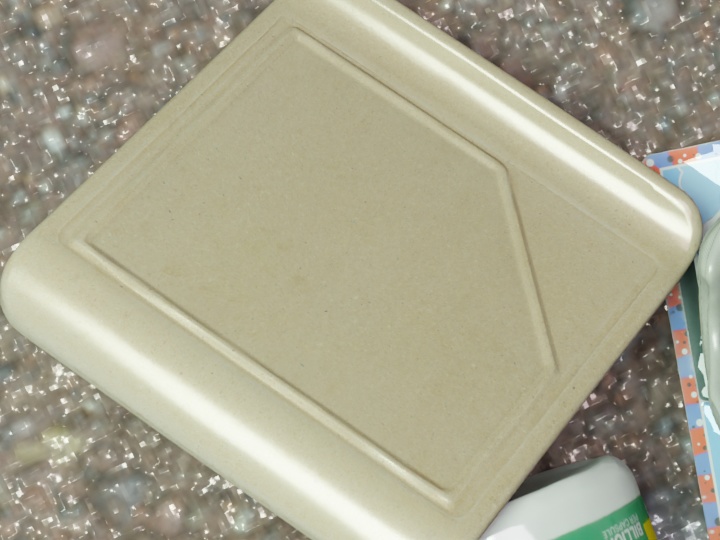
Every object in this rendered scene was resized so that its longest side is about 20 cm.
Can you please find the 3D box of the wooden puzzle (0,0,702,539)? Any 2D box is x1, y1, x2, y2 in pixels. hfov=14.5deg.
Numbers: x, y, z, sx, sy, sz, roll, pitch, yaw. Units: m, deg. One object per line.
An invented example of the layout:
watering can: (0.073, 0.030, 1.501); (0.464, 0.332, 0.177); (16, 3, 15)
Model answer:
wooden puzzle: (0.000, 0.000, 1.000); (0.184, 0.037, 0.200); (34, 55, 11)

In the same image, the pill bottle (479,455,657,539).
pill bottle: (0.076, 0.177, 1.004); (0.112, 0.113, 0.201); (-19, 88, -8)

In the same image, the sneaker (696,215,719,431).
sneaker: (0.158, 0.069, 1.000); (0.075, 0.092, 0.201); (-22, 84, 20)

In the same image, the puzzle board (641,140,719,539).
puzzle board: (0.192, 0.042, 1.045); (0.150, 0.017, 0.202); (-11, 87, 18)
